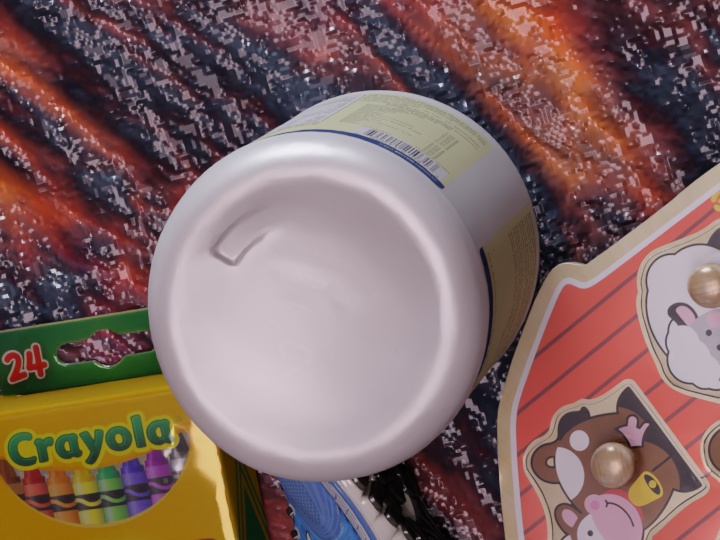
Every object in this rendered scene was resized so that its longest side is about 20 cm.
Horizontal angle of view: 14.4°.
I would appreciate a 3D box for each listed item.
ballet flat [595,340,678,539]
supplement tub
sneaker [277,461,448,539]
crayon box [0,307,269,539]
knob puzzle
[{"bbox_3d":[0.147,0.111,1.294,0.071,0.069,0.202,1,99,42],"label":"ballet flat"},{"bbox_3d":[0.000,0.000,1.243,0.144,0.200,0.146,2,101,12],"label":"supplement tub"},{"bbox_3d":[-0.012,0.130,1.332,0.089,0.079,0.201,-29,98,18],"label":"sneaker"},{"bbox_3d":[-0.112,0.122,1.371,0.126,0.051,0.201,-10,98,15],"label":"crayon box"},{"bbox_3d":[0.140,0.079,1.250,0.218,0.030,0.221,2,94,22],"label":"knob puzzle"}]
